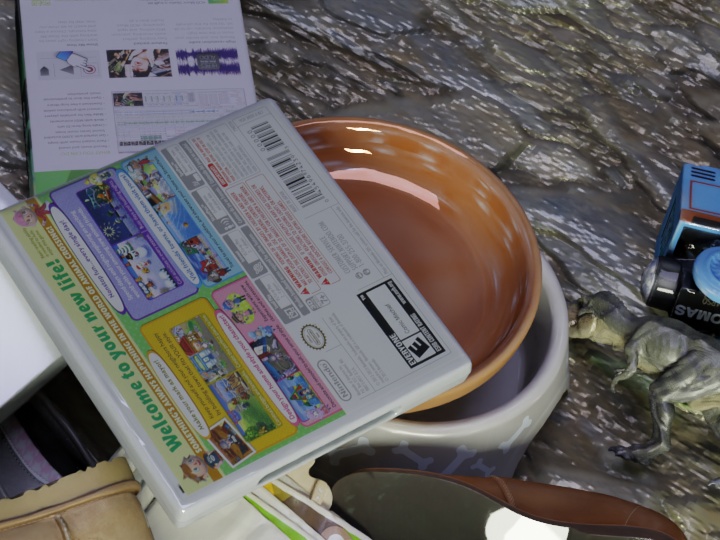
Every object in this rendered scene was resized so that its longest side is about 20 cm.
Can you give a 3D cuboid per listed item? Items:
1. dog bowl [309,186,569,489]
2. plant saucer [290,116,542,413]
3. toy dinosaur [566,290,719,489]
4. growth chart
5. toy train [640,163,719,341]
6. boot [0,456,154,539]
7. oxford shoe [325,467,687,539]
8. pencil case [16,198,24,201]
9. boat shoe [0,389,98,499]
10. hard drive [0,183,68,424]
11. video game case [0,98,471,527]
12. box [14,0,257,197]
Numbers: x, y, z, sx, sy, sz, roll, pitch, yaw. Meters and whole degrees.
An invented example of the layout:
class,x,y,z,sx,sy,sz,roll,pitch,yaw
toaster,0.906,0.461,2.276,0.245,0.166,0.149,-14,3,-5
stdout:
class,x,y,z,sx,sy,sz,roll,pitch,yaw
dog bowl,0.028,0.036,1.210,0.198,0.059,0.201,5,52,-7
plant saucer,0.000,0.000,1.172,0.198,0.038,0.201,5,51,-6
toy dinosaur,0.193,0.074,1.195,0.199,0.047,0.089,18,90,23
growth chart,-0.058,0.156,1.092,0.200,0.018,0.145,45,57,5
toy train,0.264,0.010,1.255,0.198,0.087,0.115,13,45,1
boot,-0.141,0.206,1.003,0.174,0.066,0.201,-22,76,-17
oxford shoe,0.080,0.142,1.144,0.198,0.072,0.071,13,21,4
pencil case,-0.183,0.007,1.185,0.198,0.090,0.078,11,23,-1
boat shoe,-0.173,0.109,1.117,0.067,0.057,0.200,-31,63,-29
hard drive,-0.242,-0.005,1.123,0.132,0.026,0.200,-41,77,-18
video game case,-0.070,0.015,1.106,0.181,0.022,0.200,-25,64,-26
box,-0.135,-0.094,1.299,0.143,0.036,0.201,-2,51,-11
